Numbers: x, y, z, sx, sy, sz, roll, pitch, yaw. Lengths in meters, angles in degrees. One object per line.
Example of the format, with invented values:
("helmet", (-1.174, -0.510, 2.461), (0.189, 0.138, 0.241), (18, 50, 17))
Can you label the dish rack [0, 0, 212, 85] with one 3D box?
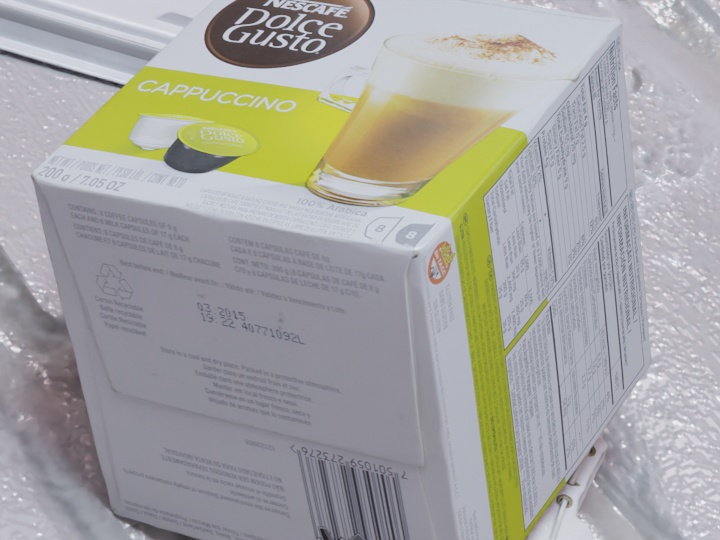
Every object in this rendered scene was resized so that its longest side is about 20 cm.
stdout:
("dish rack", (-0.144, -0.182, 1.452), (0.200, 0.044, 0.172), (17, 46, -2))

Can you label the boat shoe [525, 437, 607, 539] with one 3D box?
("boat shoe", (0.085, 0.141, 1.204), (0.069, 0.071, 0.200), (15, 45, 0))

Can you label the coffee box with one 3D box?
("coffee box", (0.000, 0.000, 1.179), (0.199, 0.200, 0.198), (12, 41, 28))
